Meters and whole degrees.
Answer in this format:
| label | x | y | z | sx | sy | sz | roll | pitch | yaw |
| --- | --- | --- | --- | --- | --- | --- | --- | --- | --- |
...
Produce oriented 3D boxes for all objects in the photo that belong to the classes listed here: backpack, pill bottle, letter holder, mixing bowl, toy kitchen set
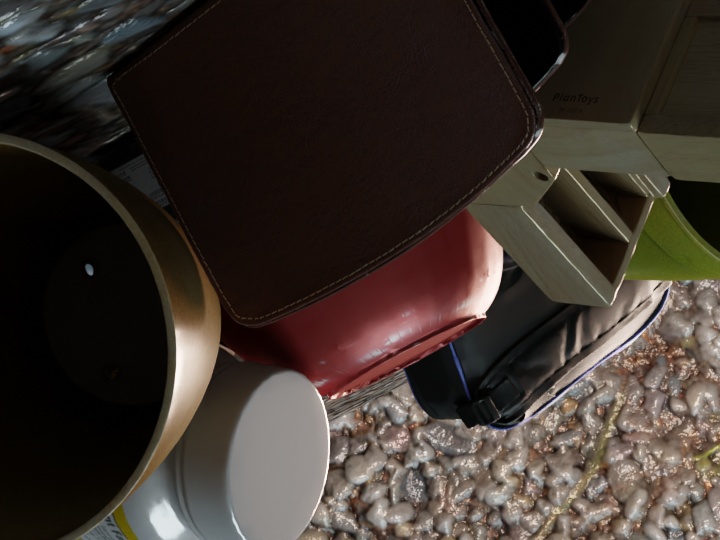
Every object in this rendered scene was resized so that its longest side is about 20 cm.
| label | x | y | z | sx | sy | sz | roll | pitch | yaw |
| --- | --- | --- | --- | --- | --- | --- | --- | --- | --- |
| backpack | 0.105 | -0.006 | 1.899 | 0.200 | 0.183 | 0.147 | -31 | -160 | -23 |
| pill bottle | -0.124 | 0.089 | 1.409 | 0.200 | 0.115 | 0.114 | 5 | -168 | 32 |
| letter holder | 0.010 | -0.077 | 1.182 | 0.200 | 0.142 | 0.101 | -34 | 170 | 38 |
| mixing bowl | 0.000 | 0.000 | 1.429 | 0.200 | 0.109 | 0.200 | -27 | 173 | -4 |
| toy kitchen set | 0.158 | -0.091 | 1.275 | 0.200 | 0.163 | 0.180 | 6 | 153 | 39 |

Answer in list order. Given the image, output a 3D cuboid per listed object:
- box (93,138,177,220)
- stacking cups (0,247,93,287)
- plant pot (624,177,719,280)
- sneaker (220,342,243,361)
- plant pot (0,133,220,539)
| label | x | y | z | sx | sy | sz | roll | pitch | yaw |
| --- | --- | --- | --- | --- | --- | --- | --- | --- | --- |
| box | -0.027 | -0.077 | 1.409 | 0.200 | 0.050 | 0.158 | -29 | 173 | 8 |
| stacking cups | -0.172 | 0.000 | 1.416 | 0.060 | 0.061 | 0.200 | -29 | 170 | 11 |
| plant pot | 0.186 | -0.075 | 1.746 | 0.200 | 0.201 | 0.193 | -21 | -177 | -40 |
| sneaker | -0.094 | 0.101 | 1.584 | 0.199 | 0.079 | 0.130 | -56 | 175 | -29 |
| plant pot | -0.139 | 0.029 | 1.235 | 0.186 | 0.187 | 0.200 | -29 | 175 | 16 |
